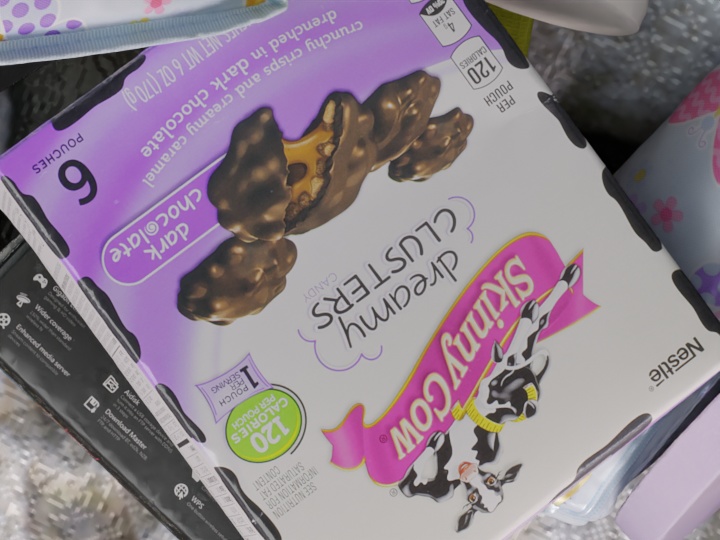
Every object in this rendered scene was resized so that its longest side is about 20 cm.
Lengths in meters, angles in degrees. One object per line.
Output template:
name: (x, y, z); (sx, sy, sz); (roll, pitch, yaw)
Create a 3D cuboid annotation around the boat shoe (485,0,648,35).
boat shoe: (0.023, -0.152, 1.056); (0.199, 0.072, 0.069); (27, 79, -9)

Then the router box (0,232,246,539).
router box: (-0.058, 0.065, 1.099); (0.200, 0.150, 0.062); (44, 83, -3)

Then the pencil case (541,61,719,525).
pencil case: (0.121, 0.002, 1.083); (0.200, 0.083, 0.091); (-45, 64, 20)

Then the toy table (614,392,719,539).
toy table: (0.197, 0.064, 1.050); (0.117, 0.184, 0.200); (47, 127, 13)

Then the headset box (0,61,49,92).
headset box: (-0.159, -0.137, 1.107); (0.199, 0.077, 0.149); (-30, 98, 17)

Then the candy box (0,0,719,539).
candy box: (0.000, 0.000, 1.001); (0.167, 0.072, 0.200); (-37, 90, -10)

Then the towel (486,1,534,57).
towel: (0.030, -0.138, 1.099); (0.086, 0.018, 0.201); (12, 108, 9)

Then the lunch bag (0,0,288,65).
lunch bag: (-0.144, -0.123, 0.942); (0.199, 0.169, 0.128); (-9, 107, -22)
